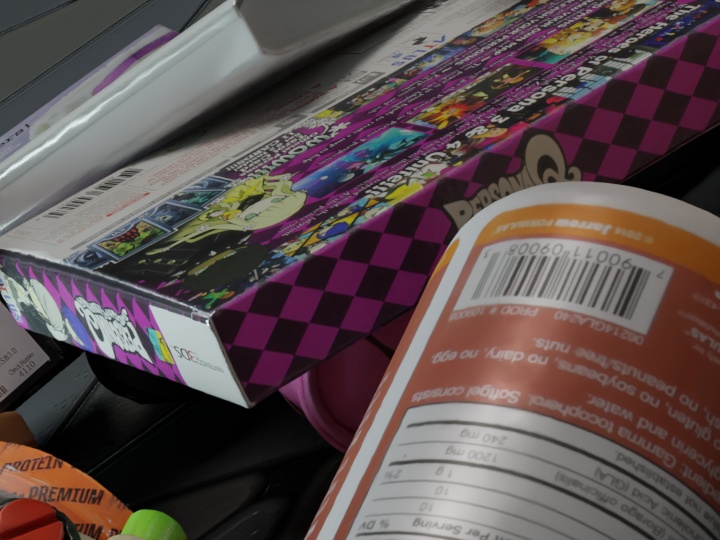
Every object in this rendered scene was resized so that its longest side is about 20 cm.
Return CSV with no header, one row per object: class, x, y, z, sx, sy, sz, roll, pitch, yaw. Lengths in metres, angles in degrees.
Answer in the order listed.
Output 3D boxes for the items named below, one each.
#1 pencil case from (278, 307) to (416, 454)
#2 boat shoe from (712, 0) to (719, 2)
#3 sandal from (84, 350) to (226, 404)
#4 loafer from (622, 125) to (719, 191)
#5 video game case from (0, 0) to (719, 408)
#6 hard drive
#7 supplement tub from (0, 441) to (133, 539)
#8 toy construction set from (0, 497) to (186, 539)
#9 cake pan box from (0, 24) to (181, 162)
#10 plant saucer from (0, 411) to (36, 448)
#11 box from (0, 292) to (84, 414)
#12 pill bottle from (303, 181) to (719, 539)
pencil case,0.000,0.000,0.995,0.094,0.090,0.200,-67,21,7
boat shoe,0.118,-0.105,0.930,0.075,0.199,0.093,-67,20,14
sandal,-0.076,0.017,1.118,0.048,0.075,0.201,-63,11,17
loafer,0.107,-0.074,1.050,0.199,0.073,0.072,-32,3,-19
video game case,0.000,-0.031,0.897,0.199,0.036,0.181,-31,19,-22
hard drive,-0.070,-0.055,1.016,0.200,0.026,0.132,-32,-1,36
supplement tub,-0.139,0.146,0.797,0.122,0.123,0.200,-13,26,43
toy construction set,-0.058,0.132,0.716,0.200,0.130,0.092,-62,-3,-56
cake pan box,-0.139,-0.033,1.344,0.199,0.052,0.184,-36,17,-7
plant saucer,-0.181,0.125,0.955,0.200,0.038,0.200,-41,-2,-2
box,-0.193,0.078,1.054,0.198,0.050,0.200,-39,2,-3
pill bottle,0.037,0.085,0.668,0.112,0.112,0.201,-14,38,43
